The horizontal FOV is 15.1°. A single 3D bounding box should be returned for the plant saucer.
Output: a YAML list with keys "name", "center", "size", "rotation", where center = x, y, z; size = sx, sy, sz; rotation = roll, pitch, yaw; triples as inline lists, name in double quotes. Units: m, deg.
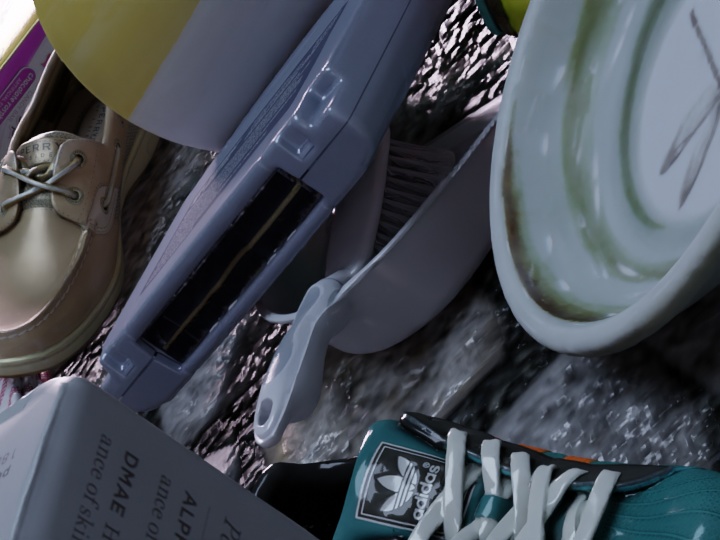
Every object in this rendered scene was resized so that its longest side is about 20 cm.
- name: "plant saucer"
  center: [0.109, -0.064, 0.880]
  size: [0.200, 0.050, 0.201]
  rotation: [-48, 33, 46]

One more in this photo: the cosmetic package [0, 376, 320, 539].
- name: "cosmetic package"
  center: [-0.070, 0.168, 0.741]
  size: [0.165, 0.200, 0.165]
  rotation: [-30, 35, 39]

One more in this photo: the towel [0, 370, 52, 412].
- name: "towel"
  center: [-0.182, 0.128, 1.184]
  size: [0.146, 0.030, 0.200]
  rotation: [-47, 26, 13]

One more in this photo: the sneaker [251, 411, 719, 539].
- name: "sneaker"
  center: [0.037, 0.083, 0.810]
  size: [0.200, 0.080, 0.072]
  rotation: [-14, 45, 53]

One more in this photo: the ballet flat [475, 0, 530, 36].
- name: "ballet flat"
  center: [0.072, -0.163, 1.108]
  size: [0.067, 0.067, 0.200]
  rotation: [-22, 36, 12]

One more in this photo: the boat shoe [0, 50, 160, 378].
- name: "boat shoe"
  center: [-0.143, -0.035, 1.262]
  size: [0.072, 0.065, 0.200]
  rotation: [-2, 43, 18]

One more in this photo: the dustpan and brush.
- name: "dustpan and brush"
  center: [0.000, 0.000, 1.004]
  size: [0.139, 0.057, 0.200]
  rotation: [-32, 32, 37]

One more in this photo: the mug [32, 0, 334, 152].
- name: "mug"
  center: [-0.055, -0.148, 1.112]
  size: [0.150, 0.186, 0.153]
  rotation: [63, 142, 19]

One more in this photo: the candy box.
- name: "candy box"
  center: [-0.191, -0.120, 1.483]
  size: [0.137, 0.061, 0.200]
  rotation: [-53, 26, -2]

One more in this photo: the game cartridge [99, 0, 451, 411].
- name: "game cartridge"
  center: [-0.030, -0.042, 1.048]
  size: [0.200, 0.041, 0.133]
  rotation: [-48, 16, 46]
